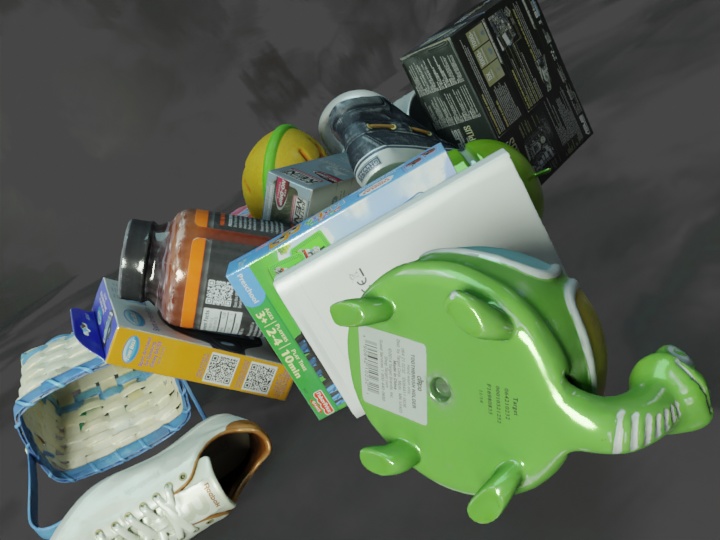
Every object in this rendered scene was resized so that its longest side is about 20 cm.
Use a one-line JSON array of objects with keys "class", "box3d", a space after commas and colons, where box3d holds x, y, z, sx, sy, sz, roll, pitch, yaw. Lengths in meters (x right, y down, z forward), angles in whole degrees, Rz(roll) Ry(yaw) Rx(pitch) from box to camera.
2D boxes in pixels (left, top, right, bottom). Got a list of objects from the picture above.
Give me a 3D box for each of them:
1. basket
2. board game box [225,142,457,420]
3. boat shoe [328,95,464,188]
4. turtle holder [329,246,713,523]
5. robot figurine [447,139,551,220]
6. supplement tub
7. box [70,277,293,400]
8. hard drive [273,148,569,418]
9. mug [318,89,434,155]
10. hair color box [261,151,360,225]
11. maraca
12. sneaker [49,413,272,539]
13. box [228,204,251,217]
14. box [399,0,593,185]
[{"class": "basket", "box3d": [-0.243, 0.143, 0.749, 0.174, 0.140, 0.200, -23, 39, -11]}, {"class": "board game box", "box3d": [0.014, 0.013, 0.624, 0.198, 0.152, 0.037, -29, 18, 7]}, {"class": "boat shoe", "box3d": [0.053, -0.131, 0.802, 0.071, 0.092, 0.199, -39, -22, 32]}, {"class": "turtle holder", "box3d": [0.084, 0.046, 0.436, 0.131, 0.142, 0.185, -23, -3, -45]}, {"class": "robot figurine", "box3d": [0.087, -0.049, 0.735, 0.198, 0.117, 0.176, -29, 9, 5]}, {"class": "supplement tub", "box3d": [-0.111, 0.003, 0.688, 0.197, 0.108, 0.107, 9, 11, -12]}, {"class": "box", "box3d": [-0.168, 0.061, 0.720, 0.042, 0.198, 0.119, -65, 31, 9]}, {"class": "hard drive", "box3d": [0.051, 0.014, 0.589, 0.198, 0.133, 0.027, -28, 17, 9]}, {"class": "mug", "box3d": [0.035, -0.148, 0.972, 0.174, 0.199, 0.149, -24, 36, 44]}, {"class": "hair color box", "box3d": [-0.021, -0.069, 0.827, 0.060, 0.100, 0.199, 25, 29, 27]}, {"class": "maraca", "box3d": [-0.077, -0.094, 0.919, 0.105, 0.139, 0.200, 5, -10, 14]}, {"class": "sneaker", "box3d": [-0.150, 0.177, 0.578, 0.200, 0.073, 0.084, -41, 17, -33]}, {"class": "box", "box3d": [-0.144, -0.049, 1.174, 0.199, 0.103, 0.095, -13, 23, 50]}, {"class": "box", "box3d": [0.163, -0.201, 0.890, 0.164, 0.201, 0.086, -42, 21, -31]}]
